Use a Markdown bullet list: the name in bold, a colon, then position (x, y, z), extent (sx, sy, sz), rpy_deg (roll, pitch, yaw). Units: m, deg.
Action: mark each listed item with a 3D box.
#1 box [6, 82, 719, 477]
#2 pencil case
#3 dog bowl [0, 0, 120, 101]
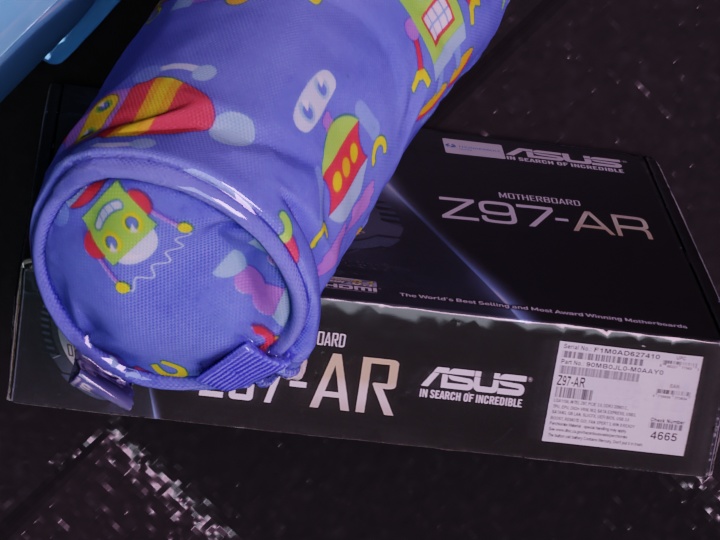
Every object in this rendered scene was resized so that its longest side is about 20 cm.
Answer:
- **box**: position (0.000, 0.000, 0.852), extent (0.200, 0.160, 0.044), rpy_deg (7, 111, -5)
- **pencil case**: position (-0.017, -0.048, 0.769), extent (0.078, 0.200, 0.087), rpy_deg (-19, 117, 36)
- **dog bowl**: position (-0.144, -0.051, 0.860), extent (0.200, 0.111, 0.050), rpy_deg (-45, 90, 8)
